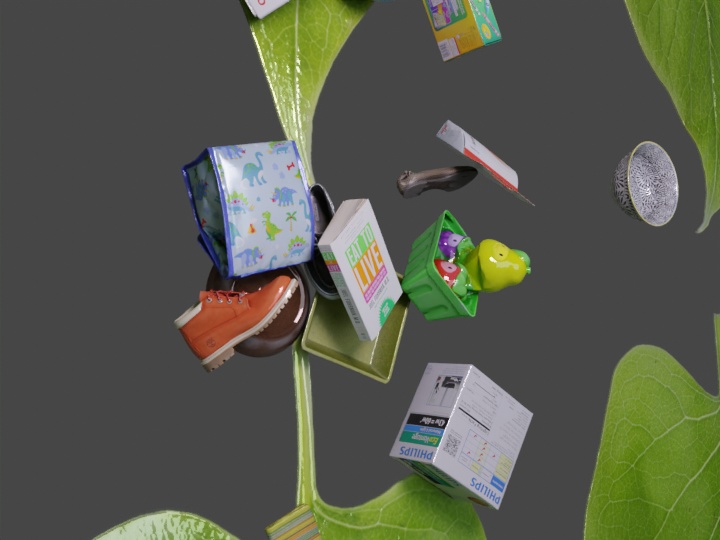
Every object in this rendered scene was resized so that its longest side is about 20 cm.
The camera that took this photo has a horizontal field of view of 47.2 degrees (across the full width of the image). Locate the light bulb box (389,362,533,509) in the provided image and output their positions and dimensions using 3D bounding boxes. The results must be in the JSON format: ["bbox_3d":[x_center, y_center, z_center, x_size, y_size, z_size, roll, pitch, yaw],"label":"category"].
[{"bbox_3d":[0.191,0.307,1.543,0.198,0.125,0.200,39,64,-28],"label":"light bulb box"}]

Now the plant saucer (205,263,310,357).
[{"bbox_3d":[-0.158,0.044,1.366,0.200,0.037,0.201,4,83,-37],"label":"plant saucer"}]

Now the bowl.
[{"bbox_3d":[0.661,-0.199,1.968,0.201,0.094,0.201,5,82,-36],"label":"bowl"}]

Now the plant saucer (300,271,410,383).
[{"bbox_3d":[-0.013,0.077,1.463,0.200,0.048,0.200,27,69,-32],"label":"plant saucer"}]

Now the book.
[{"bbox_3d":[0.000,0.000,1.381,0.134,0.048,0.200,-57,135,-43],"label":"book"}]

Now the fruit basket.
[{"bbox_3d":[0.195,-0.013,1.504,0.156,0.216,0.216,51,59,-21],"label":"fruit basket"}]

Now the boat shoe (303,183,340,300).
[{"bbox_3d":[-0.067,-0.050,1.382,0.072,0.071,0.200,-14,75,-8],"label":"boat shoe"}]

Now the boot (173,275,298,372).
[{"bbox_3d":[-0.192,0.057,1.275,0.200,0.075,0.107,-38,97,2],"label":"boot"}]

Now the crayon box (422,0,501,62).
[{"bbox_3d":[0.190,-0.530,1.636,0.058,0.119,0.200,-28,102,-35],"label":"crayon box"}]

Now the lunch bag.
[{"bbox_3d":[-0.170,-0.094,1.316,0.170,0.127,0.200,-14,84,-37],"label":"lunch bag"}]

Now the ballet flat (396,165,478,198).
[{"bbox_3d":[0.149,-0.182,1.612,0.200,0.067,0.046,-15,62,-34],"label":"ballet flat"}]

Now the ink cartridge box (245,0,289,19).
[{"bbox_3d":[-0.126,-0.530,1.363,0.200,0.084,0.144,-32,107,2],"label":"ink cartridge box"}]

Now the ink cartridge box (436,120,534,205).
[{"bbox_3d":[0.251,-0.212,1.604,0.162,0.200,0.050,32,97,-30],"label":"ink cartridge box"}]

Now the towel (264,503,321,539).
[{"bbox_3d":[-0.093,0.498,1.379,0.086,0.018,0.200,-23,100,-31],"label":"towel"}]
